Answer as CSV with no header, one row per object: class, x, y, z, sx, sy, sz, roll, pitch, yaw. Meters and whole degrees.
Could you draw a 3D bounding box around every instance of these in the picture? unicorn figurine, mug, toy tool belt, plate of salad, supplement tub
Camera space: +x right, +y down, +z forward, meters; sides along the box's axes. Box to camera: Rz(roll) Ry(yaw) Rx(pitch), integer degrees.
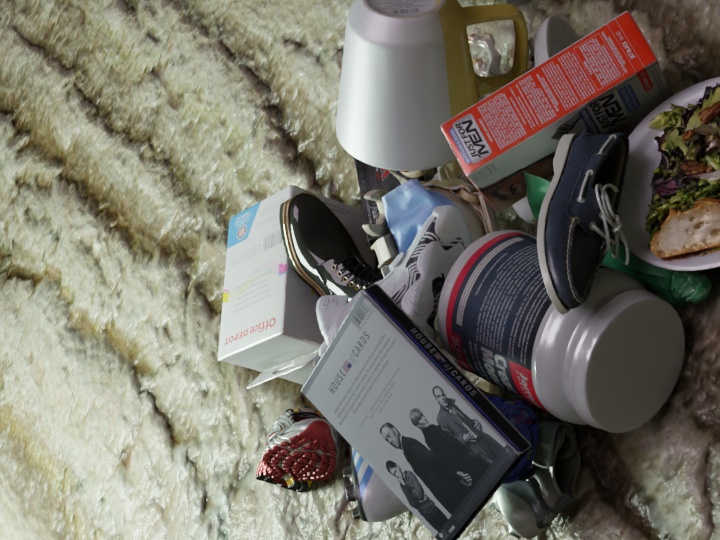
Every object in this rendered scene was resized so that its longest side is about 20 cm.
unicorn figurine,0.107,-0.156,1.900,0.200,0.074,0.138,-45,52,26
mug,0.058,-0.213,1.802,0.149,0.186,0.154,27,138,33
toy tool belt,0.065,-0.042,1.806,0.125,0.122,0.201,-34,81,42
plate of salad,0.301,-0.092,1.573,0.199,0.048,0.201,-20,50,25
supplement tub,0.177,0.054,1.633,0.199,0.140,0.141,26,96,49

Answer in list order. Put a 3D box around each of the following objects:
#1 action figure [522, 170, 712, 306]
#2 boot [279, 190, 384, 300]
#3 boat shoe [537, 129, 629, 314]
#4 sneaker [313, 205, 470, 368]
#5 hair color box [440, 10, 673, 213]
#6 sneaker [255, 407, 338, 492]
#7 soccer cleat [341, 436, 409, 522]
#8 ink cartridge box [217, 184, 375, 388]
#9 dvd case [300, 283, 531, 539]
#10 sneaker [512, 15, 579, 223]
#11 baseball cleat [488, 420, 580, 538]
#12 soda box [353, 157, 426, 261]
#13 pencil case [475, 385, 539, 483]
action figure,0.237,-0.019,1.644,0.055,0.118,0.200,-46,49,-11
boot,0.000,0.000,1.903,0.201,0.077,0.138,60,154,-6
boat shoe,0.196,-0.045,1.560,0.061,0.075,0.201,-9,38,24
sneaker,0.027,0.022,1.714,0.114,0.075,0.201,0,54,33
hair color box,0.184,-0.143,1.675,0.199,0.111,0.064,-30,66,10
sneaker,-0.068,0.181,1.957,0.200,0.077,0.083,139,147,-69
soccer cleat,0.021,0.173,1.884,0.086,0.070,0.201,-12,50,2
ink cartridge box,-0.070,0.031,2.023,0.128,0.125,0.202,-23,57,49
dvd case,0.045,0.130,1.617,0.200,0.025,0.151,47,134,15
sneaker,0.175,-0.147,1.802,0.115,0.073,0.202,-31,52,40
baseball cleat,0.149,0.159,1.718,0.106,0.070,0.201,-42,46,17
soda box,0.034,-0.102,1.971,0.070,0.063,0.201,-16,54,8
pencil case,0.082,0.131,1.687,0.199,0.086,0.079,22,119,47
